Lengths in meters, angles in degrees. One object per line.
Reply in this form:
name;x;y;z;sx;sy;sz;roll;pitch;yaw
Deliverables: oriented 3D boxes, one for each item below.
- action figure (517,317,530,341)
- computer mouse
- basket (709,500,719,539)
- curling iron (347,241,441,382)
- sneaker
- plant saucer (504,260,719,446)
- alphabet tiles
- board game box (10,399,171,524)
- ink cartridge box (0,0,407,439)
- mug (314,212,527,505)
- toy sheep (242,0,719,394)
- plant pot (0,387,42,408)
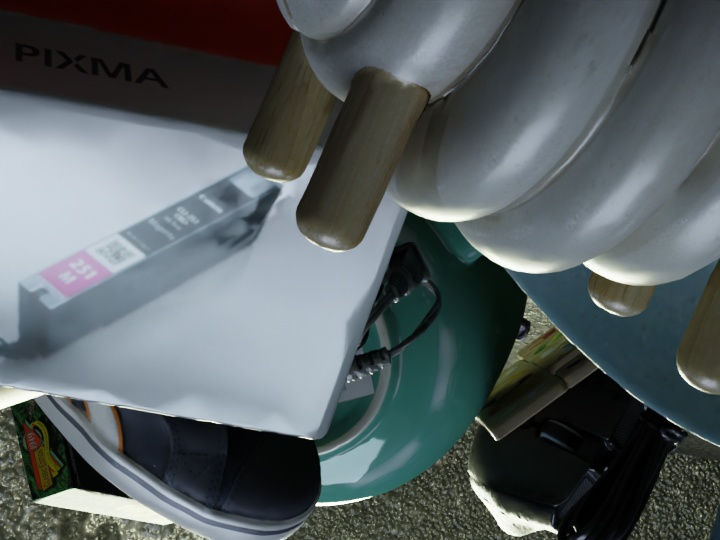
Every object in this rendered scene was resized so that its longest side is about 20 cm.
action figure;0.133;0.017;1.331;0.129;0.070;0.200;16;174;32
computer mouse;0.097;0.048;1.054;0.046;0.141;0.200;34;176;-8
basket;0.231;0.079;1.123;0.176;0.202;0.139;15;171;-37
curling iron;-0.019;-0.009;0.847;0.049;0.026;0.200;-32;-157;-4
sneaker;-0.080;0.012;0.890;0.200;0.079;0.079;42;129;-8
plant saucer;0.081;-0.039;0.690;0.201;0.039;0.201;44;158;23
alphabet tiles;0.113;0.011;1.037;0.008;0.167;0.200;54;179;-2
board game box;-0.117;-0.001;1.001;0.023;0.201;0.105;-23;161;22
ink cartridge box;-0.080;-0.051;0.637;0.199;0.174;0.044;11;-146;-14
mug;-0.011;0.000;0.984;0.151;0.186;0.114;25;-159;6
toy sheep;0.045;-0.059;0.523;0.199;0.139;0.138;19;170;-25
plant pot;-0.094;-0.042;0.769;0.198;0.189;0.187;-6;173;0
